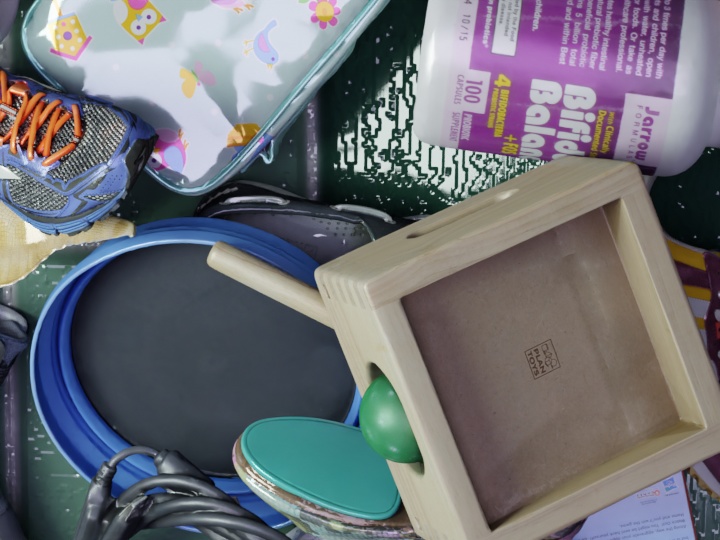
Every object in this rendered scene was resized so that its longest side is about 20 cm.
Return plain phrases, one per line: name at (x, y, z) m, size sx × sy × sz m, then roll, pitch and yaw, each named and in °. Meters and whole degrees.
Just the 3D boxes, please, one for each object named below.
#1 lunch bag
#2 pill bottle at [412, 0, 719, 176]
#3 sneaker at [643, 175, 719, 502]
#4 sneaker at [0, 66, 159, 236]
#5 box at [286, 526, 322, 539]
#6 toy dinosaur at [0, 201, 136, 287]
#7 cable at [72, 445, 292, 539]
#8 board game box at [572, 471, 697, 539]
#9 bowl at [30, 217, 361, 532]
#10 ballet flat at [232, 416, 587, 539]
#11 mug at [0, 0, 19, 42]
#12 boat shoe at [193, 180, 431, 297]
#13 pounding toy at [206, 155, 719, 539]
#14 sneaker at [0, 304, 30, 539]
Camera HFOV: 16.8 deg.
lunch bag at (-0.079, -0.147, 1.346) m, size 0.160 × 0.077 × 0.200 m, roll 41°, pitch 101°, yaw -6°
pill bottle at (0.132, -0.111, 1.322) m, size 0.198 × 0.112 × 0.113 m, roll 8°, pitch 101°, yaw 3°
sneaker at (0.184, 0.036, 1.362) m, size 0.090 × 0.075 × 0.201 m, roll -33°, pitch 94°, yaw 1°
sneaker at (-0.190, -0.073, 1.299) m, size 0.199 × 0.078 × 0.076 m, roll 10°, pitch 64°, yaw 38°
box at (0.059, 0.203, 1.405) m, size 0.155 × 0.041 × 0.201 m, roll -36°, pitch 97°, yaw 9°
toy dinosaur at (-0.178, -0.032, 1.356) m, size 0.199 × 0.102 × 0.058 m, roll -2°, pitch 143°, yaw 33°
cable at (-0.099, 0.199, 1.402) m, size 0.162 × 0.051 × 0.201 m, roll 25°, pitch 123°, yaw 8°
board game box at (0.099, 0.171, 1.426) m, size 0.198 × 0.019 × 0.104 m, roll -11°, pitch 98°, yaw 6°
bowl at (-0.086, 0.058, 1.373) m, size 0.199 × 0.039 × 0.202 m, roll 5°, pitch 123°, yaw 7°
ballet flat at (0.027, 0.129, 1.343) m, size 0.198 × 0.070 × 0.071 m, roll 6°, pitch 139°, yaw 2°
mug at (-0.279, -0.199, 1.337) m, size 0.152 × 0.188 × 0.150 m, roll -7°, pitch 135°, yaw 14°
boat shoe at (0.000, 0.000, 1.378) m, size 0.198 × 0.060 × 0.076 m, roll 10°, pitch 101°, yaw 2°
pounding toy at (0.054, 0.038, 1.265) m, size 0.199 × 0.142 × 0.185 m, roll -24°, pitch 100°, yaw -13°
sneaker at (-0.225, 0.089, 1.401) m, size 0.113 × 0.075 × 0.201 m, roll -35°, pitch 94°, yaw 12°
